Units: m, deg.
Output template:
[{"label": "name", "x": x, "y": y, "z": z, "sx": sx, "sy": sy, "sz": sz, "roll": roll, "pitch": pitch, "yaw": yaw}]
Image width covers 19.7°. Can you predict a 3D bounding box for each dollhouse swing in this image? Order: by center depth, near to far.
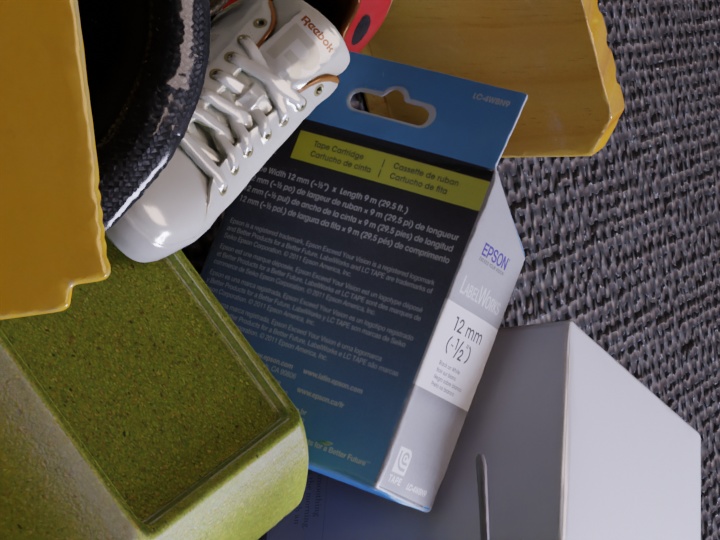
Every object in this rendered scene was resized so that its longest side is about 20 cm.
[{"label": "dollhouse swing", "x": 0.085, "y": -0.170, "z": 1.250, "sx": 0.182, "sy": 0.175, "sz": 0.201, "roll": -46, "pitch": 124, "yaw": -55}]

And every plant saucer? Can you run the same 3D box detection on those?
[{"label": "plant saucer", "x": -0.110, "y": 0.042, "z": 0.877, "sx": 0.200, "sy": 0.048, "sz": 0.200, "roll": 54, "pitch": 31, "yaw": 1}]

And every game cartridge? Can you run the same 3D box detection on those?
[{"label": "game cartridge", "x": -0.187, "y": -0.075, "z": 0.738, "sx": 0.032, "sy": 0.176, "sz": 0.201, "roll": -176, "pitch": -100, "yaw": -79}]

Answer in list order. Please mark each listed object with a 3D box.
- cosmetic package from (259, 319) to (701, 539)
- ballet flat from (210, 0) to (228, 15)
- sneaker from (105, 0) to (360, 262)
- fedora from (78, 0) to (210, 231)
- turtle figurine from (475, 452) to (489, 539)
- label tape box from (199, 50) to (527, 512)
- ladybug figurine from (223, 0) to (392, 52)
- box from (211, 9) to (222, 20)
[{"label": "cosmetic package", "x": 0.058, "y": 0.121, "z": 1.109, "sx": 0.199, "sy": 0.199, "sz": 0.123, "roll": 38, "pitch": 52, "yaw": -55}, {"label": "ballet flat", "x": -0.121, "y": -0.113, "z": 0.901, "sx": 0.200, "sy": 0.072, "sz": 0.072, "roll": -37, "pitch": 119, "yaw": -38}, {"label": "sneaker", "x": -0.058, "y": -0.083, "z": 0.938, "sx": 0.073, "sy": 0.085, "sz": 0.200, "roll": 48, "pitch": 39, "yaw": -16}, {"label": "fedora", "x": -0.157, "y": -0.083, "z": 0.809, "sx": 0.092, "sy": 0.200, "sz": 0.201, "roll": 173, "pitch": -89, "yaw": -84}, {"label": "turtle figurine", "x": 0.002, "y": 0.219, "z": 0.903, "sx": 0.194, "sy": 0.143, "sz": 0.200, "roll": -110, "pitch": -160, "yaw": -55}, {"label": "label tape box", "x": 0.000, "y": 0.000, "z": 1.021, "sx": 0.066, "sy": 0.143, "sz": 0.200, "roll": 34, "pitch": 76, "yaw": -56}, {"label": "ladybug figurine", "x": -0.039, "y": -0.163, "z": 1.121, "sx": 0.200, "sy": 0.072, "sz": 0.136, "roll": -20, "pitch": 102, "yaw": -62}, {"label": "box", "x": -0.110, "y": -0.144, "z": 1.006, "sx": 0.075, "sy": 0.050, "sz": 0.201, "roll": -41, "pitch": 120, "yaw": -57}]
